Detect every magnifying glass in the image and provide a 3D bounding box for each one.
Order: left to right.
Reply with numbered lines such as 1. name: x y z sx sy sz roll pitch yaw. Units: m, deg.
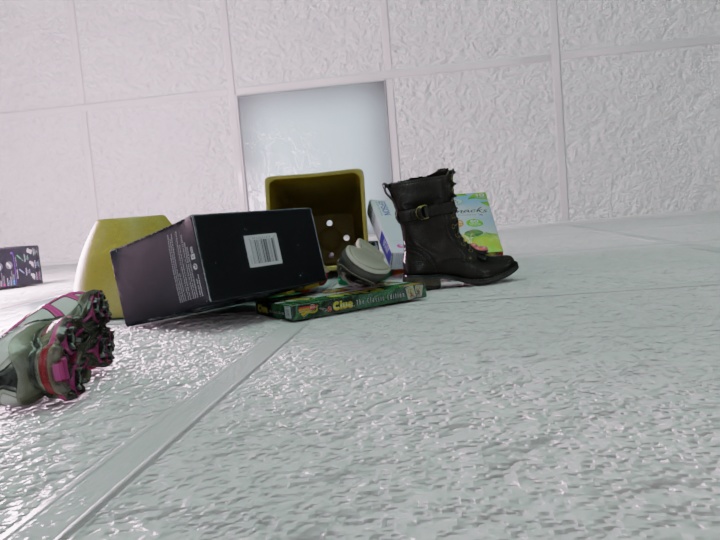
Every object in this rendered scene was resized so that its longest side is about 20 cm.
1. magnifying glass: 0.037 0.005 1.242 0.079 0.022 0.200 -1 8 38

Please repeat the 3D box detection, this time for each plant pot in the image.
1. plant pot: -0.345 -0.011 1.069 0.200 0.142 0.200 -4 4 0
2. plant pot: -0.076 -0.080 1.421 0.195 0.195 0.200 -4 -8 4

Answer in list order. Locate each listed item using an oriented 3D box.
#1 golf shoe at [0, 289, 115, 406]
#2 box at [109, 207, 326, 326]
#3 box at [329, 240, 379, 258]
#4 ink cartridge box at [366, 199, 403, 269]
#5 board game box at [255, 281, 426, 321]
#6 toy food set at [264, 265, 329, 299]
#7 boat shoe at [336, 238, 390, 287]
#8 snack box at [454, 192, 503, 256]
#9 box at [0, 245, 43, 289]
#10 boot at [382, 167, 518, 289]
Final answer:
1. golf shoe: -0.261 0.059 0.575 0.092 0.073 0.200 -7 5 -6
2. box: -0.181 -0.006 0.900 0.182 0.104 0.200 -14 -3 40
3. box: -0.065 -0.035 1.623 0.200 0.050 0.158 -4 5 12
4. ink cartridge box: 0.129 -0.071 1.299 0.200 0.043 0.196 -2 34 -13
5. board game box: -0.024 0.037 0.903 0.200 0.024 0.105 -8 8 -33
6. toy food set: -0.149 0.015 1.122 0.200 0.049 0.198 -2 6 27
7. boat shoe: 0.000 0.000 0.943 0.067 0.057 0.200 31 9 -1
8. snack box: 0.158 -0.064 1.191 0.142 0.053 0.200 -2 34 2
9. box: -0.943 -0.004 1.783 0.122 0.106 0.200 -3 6 29
10. boot: 0.137 -0.065 1.031 0.200 0.175 0.069 -6 5 -12
